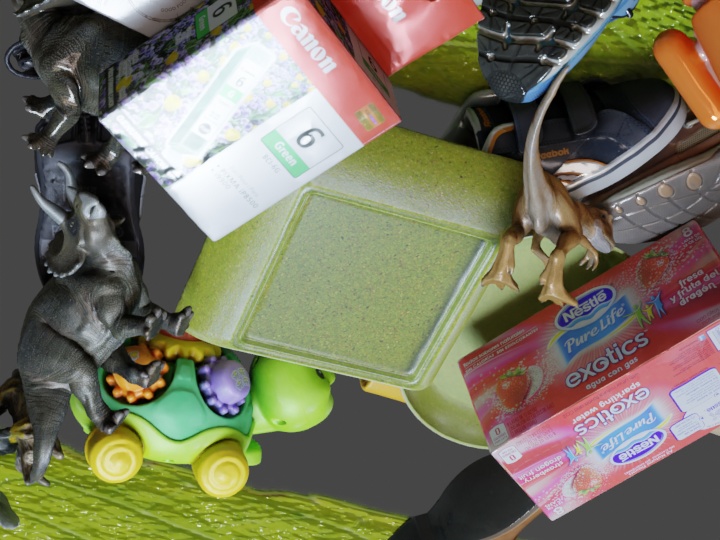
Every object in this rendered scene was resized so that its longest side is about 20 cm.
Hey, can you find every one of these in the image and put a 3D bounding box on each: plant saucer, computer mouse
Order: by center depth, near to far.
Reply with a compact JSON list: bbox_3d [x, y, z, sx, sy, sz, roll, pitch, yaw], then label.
[{"bbox_3d":[0.000,0.000,0.980,0.198,0.048,0.201,14,126,-19],"label":"plant saucer"},{"bbox_3d":[-0.151,-0.070,0.986,0.139,0.046,0.201,-5,115,-3],"label":"computer mouse"},{"bbox_3d":[0.121,0.047,1.096,0.198,0.031,0.201,-6,127,-8],"label":"plant saucer"}]

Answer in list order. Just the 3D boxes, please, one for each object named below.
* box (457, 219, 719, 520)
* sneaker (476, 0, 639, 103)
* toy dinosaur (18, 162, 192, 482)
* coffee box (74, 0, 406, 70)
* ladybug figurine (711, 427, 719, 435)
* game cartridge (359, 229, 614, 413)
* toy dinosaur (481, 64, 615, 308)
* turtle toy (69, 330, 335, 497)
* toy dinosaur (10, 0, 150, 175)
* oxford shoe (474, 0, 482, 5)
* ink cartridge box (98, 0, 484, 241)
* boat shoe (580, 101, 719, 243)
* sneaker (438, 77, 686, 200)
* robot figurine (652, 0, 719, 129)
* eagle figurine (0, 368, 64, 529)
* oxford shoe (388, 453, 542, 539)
[{"bbox_3d":[0.184,0.072,1.047,0.199,0.095,0.103,-32,130,12],"label":"box"},{"bbox_3d":[0.143,-0.170,0.904,0.200,0.078,0.090,-54,147,-23],"label":"sneaker"},{"bbox_3d":[-0.176,0.038,0.958,0.102,0.077,0.201,31,113,14],"label":"toy dinosaur"},{"bbox_3d":[-0.082,-0.179,0.876,0.199,0.113,0.080,23,118,-26],"label":"coffee box"},{"bbox_3d":[0.328,0.067,1.163,0.198,0.072,0.137,-2,126,-11],"label":"ladybug figurine"},{"bbox_3d":[0.124,0.049,1.134,0.199,0.033,0.177,19,120,-22],"label":"game cartridge"},{"bbox_3d":[0.112,-0.040,0.927,0.060,0.107,0.200,9,166,22],"label":"toy dinosaur"},{"bbox_3d":[-0.116,0.087,1.059,0.199,0.146,0.102,10,102,-20],"label":"turtle toy"},{"bbox_3d":[-0.143,-0.113,0.900,0.199,0.077,0.103,29,115,-13],"label":"toy dinosaur"},{"bbox_3d":[0.016,-0.214,0.902,0.199,0.076,0.058,23,144,-24],"label":"oxford shoe"},{"bbox_3d":[-0.036,-0.113,0.830,0.199,0.051,0.109,-31,126,15],"label":"ink cartridge box"},{"bbox_3d":[0.241,-0.085,1.037,0.199,0.072,0.076,-25,144,2],"label":"boat shoe"},{"bbox_3d":[0.120,-0.088,1.005,0.199,0.079,0.080,-28,120,4],"label":"sneaker"},{"bbox_3d":[0.270,-0.154,0.935,0.116,0.201,0.144,-20,173,-31],"label":"robot figurine"},{"bbox_3d":[-0.319,0.113,1.028,0.199,0.152,0.152,-10,165,-21],"label":"eagle figurine"},{"bbox_3d":[0.103,0.209,1.227,0.071,0.072,0.200,26,128,-32],"label":"oxford shoe"}]
